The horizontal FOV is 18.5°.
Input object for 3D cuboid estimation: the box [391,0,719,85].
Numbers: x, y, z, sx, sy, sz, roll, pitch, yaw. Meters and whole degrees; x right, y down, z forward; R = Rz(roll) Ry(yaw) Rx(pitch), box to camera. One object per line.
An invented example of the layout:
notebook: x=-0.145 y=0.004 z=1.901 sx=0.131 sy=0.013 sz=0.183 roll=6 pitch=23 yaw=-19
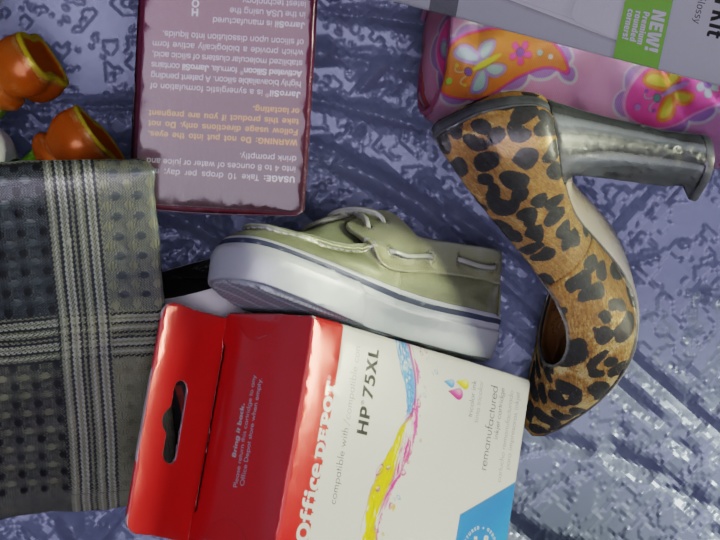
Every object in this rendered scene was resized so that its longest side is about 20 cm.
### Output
box: x=0.097 y=-0.179 z=0.973 sx=0.199 sy=0.041 sz=0.157 roll=16 pitch=112 yaw=14

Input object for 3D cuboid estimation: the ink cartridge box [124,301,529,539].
ink cartridge box: x=-0.012 y=0.089 z=1.078 sx=0.199 sy=0.067 sz=0.117 roll=17 pitch=78 yaw=-43

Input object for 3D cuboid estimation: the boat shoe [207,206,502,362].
boat shoe: x=0.000 y=0.000 z=1.093 sx=0.199 sy=0.072 sz=0.063 roll=17 pitch=80 yaw=-51

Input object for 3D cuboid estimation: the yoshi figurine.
yoshi figurine: x=-0.214 y=-0.023 z=1.094 sx=0.200 sy=0.113 sz=0.112 roll=-37 pitch=122 yaw=3

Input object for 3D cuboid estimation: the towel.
towel: x=-0.187 y=0.037 z=1.055 sx=0.191 sy=0.035 sz=0.201 roll=-5 pitch=121 yaw=-8

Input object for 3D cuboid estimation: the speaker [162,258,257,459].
speaker: x=-0.062 y=0.095 z=1.132 sx=0.081 sy=0.081 sz=0.201 roll=-13 pitch=102 yaw=-2

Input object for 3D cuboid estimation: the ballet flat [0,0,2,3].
ballet flat: x=-0.212 y=-0.114 z=1.041 sx=0.072 sy=0.072 sz=0.201 roll=45 pitch=61 yaw=-11

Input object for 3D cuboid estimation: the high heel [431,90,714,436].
high heel: x=0.077 y=-0.001 z=1.109 sx=0.142 sy=0.072 sz=0.201 roll=9 pitch=125 yaw=-19

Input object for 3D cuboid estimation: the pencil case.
pencil case: x=0.129 y=-0.103 z=1.113 sx=0.198 sy=0.087 sz=0.088 roll=7 pitch=100 yaw=-7

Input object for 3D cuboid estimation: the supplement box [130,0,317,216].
supplement box: x=-0.065 y=-0.134 z=1.072 sx=0.085 sy=0.110 sz=0.202 roll=3 pitch=100 yaw=-5
